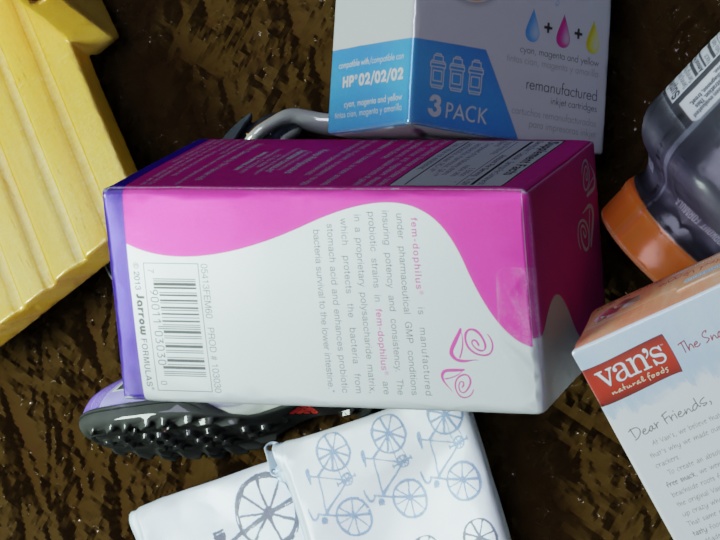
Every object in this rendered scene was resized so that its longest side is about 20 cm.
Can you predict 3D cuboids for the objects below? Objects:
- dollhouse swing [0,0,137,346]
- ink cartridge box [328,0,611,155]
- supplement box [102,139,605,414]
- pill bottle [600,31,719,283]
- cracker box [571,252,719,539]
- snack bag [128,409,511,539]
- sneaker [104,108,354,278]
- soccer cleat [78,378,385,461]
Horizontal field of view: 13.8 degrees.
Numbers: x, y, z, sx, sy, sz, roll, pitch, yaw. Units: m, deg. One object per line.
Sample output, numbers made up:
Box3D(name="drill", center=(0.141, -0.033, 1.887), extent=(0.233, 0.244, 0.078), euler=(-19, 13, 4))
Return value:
Box3D(name="dollhouse swing", center=(-0.235, -0.075, 1.487), extent=(0.200, 0.182, 0.176), euler=(-36, 43, 20))
Box3D(name="ink cartridge box", center=(0.055, -0.157, 1.378), extent=(0.068, 0.115, 0.200), euler=(-4, 81, 55))
Box3D(name="supplement box", center=(0.000, 0.000, 1.325), extent=(0.200, 0.103, 0.101), euler=(2, 106, 23))
Box3D(name="pill bottle", center=(0.198, -0.071, 1.310), extent=(0.200, 0.106, 0.106), euler=(-47, 67, 15))
Box3D(name="cracker box", center=(0.198, 0.083, 1.274), extent=(0.134, 0.058, 0.200), euler=(-25, 102, 21))
Box3D(name="snack bag", center=(-0.011, 0.170, 1.421), extent=(0.200, 0.021, 0.189), euler=(-19, 82, 23))
Box3D(name="sneaker", center=(-0.053, -0.036, 1.446), extent=(0.200, 0.079, 0.079), euler=(-16, 78, 25))
Box3D(name="soccer cleat", center=(-0.046, 0.041, 1.443), extent=(0.200, 0.068, 0.073), euler=(-15, 66, 22))
